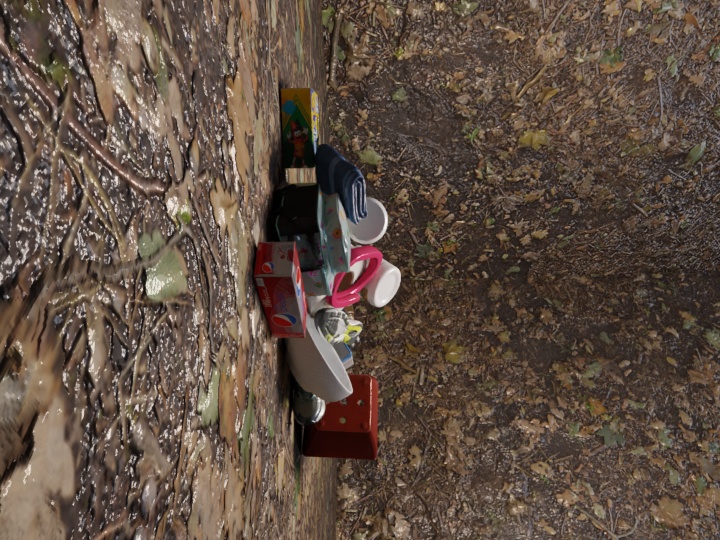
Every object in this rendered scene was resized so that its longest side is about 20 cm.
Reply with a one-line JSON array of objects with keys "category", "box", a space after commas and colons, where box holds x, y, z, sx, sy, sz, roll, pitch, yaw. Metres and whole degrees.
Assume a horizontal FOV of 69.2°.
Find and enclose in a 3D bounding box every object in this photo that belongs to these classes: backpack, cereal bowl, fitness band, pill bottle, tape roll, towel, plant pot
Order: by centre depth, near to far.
[{"category": "backpack", "box": [-0.094, -0.049, 1.031, 0.177, 0.149, 0.204, -101, -169, -54]}, {"category": "towel", "box": [-0.046, -0.188, 1.104, 0.200, 0.048, 0.114, -129, -152, -51]}, {"category": "cereal bowl", "box": [-0.101, 0.194, 1.109, 0.203, 0.082, 0.200, 59, 1, -2]}, {"category": "fitness band", "box": [-0.017, 0.012, 1.197, 0.199, 0.037, 0.146, -17, 135, -60]}, {"category": "tape roll", "box": [-0.074, 0.026, 1.236, 0.202, 0.070, 0.204, -45, 158, -24]}, {"category": "plant pot", "box": [-0.045, 0.351, 1.311, 0.177, 0.195, 0.204, 99, -6, -62]}, {"category": "pill bottle", "box": [0.013, -0.127, 1.334, 0.200, 0.111, 0.117, -95, -176, -85]}, {"category": "pill bottle", "box": [0.000, 0.000, 1.380, 0.198, 0.114, 0.116, 33, -40, 32]}]

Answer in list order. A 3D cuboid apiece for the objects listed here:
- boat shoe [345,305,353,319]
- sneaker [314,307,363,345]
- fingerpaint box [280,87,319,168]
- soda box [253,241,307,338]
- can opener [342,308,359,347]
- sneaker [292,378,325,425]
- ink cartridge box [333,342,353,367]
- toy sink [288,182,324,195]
[{"category": "boat shoe", "box": [-0.069, 0.088, 1.461, 0.071, 0.064, 0.204, 14, 59, -49]}, {"category": "sneaker", "box": [-0.067, 0.122, 1.183, 0.076, 0.084, 0.200, -61, 154, -6]}, {"category": "fingerpaint box", "box": [-0.136, -0.331, 1.224, 0.200, 0.071, 0.171, -93, -178, -77]}, {"category": "soda box", "box": [-0.131, 0.038, 0.883, 0.202, 0.062, 0.071, 90, 0, -55]}, {"category": "can opener", "box": [-0.063, 0.111, 1.374, 0.063, 0.078, 0.203, -39, -104, 51]}, {"category": "sneaker", "box": [-0.130, 0.258, 1.192, 0.202, 0.076, 0.088, -103, 177, -52]}, {"category": "ink cartridge box", "box": [-0.090, 0.197, 1.392, 0.147, 0.083, 0.201, 55, -10, 16]}, {"category": "toy sink", "box": [-0.104, -0.115, 1.285, 0.201, 0.127, 0.114, 87, 1, -59]}]
